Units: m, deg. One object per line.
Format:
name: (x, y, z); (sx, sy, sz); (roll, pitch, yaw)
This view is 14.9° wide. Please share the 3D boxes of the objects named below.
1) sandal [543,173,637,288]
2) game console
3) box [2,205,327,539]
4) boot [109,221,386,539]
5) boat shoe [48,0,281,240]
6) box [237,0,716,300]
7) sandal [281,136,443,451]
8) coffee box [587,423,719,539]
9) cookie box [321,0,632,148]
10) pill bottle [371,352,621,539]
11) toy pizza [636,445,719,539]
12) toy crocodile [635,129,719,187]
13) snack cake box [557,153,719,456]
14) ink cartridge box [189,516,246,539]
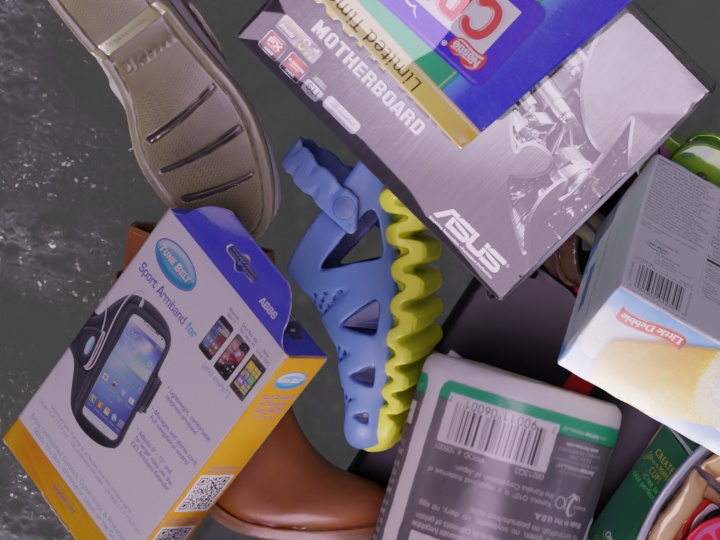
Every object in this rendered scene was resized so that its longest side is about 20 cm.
sandal: (0.120, -0.028, 1.506); (0.201, 0.080, 0.057); (42, 127, 3)
game console: (0.102, 0.106, 1.560); (0.177, 0.031, 0.200); (34, 105, 6)
box: (-0.102, 0.062, 1.493); (0.200, 0.041, 0.119); (-51, 60, 20)
boot: (-0.060, 0.063, 1.550); (0.200, 0.077, 0.155); (16, 100, 21)
boat shoe: (-0.102, -0.109, 1.518); (0.075, 0.068, 0.200); (-26, 100, 17)
box: (0.061, -0.109, 1.435); (0.200, 0.048, 0.158); (46, 105, 2)
sandal: (0.000, 0.000, 1.520); (0.087, 0.079, 0.200); (0, 86, 13)
coffee box: (0.167, 0.189, 1.531); (0.123, 0.044, 0.200); (22, 110, -30)
cookie box: (0.066, -0.190, 1.345); (0.200, 0.075, 0.171); (-42, 100, 15)
pill bottle: (0.061, 0.153, 1.483); (0.113, 0.113, 0.200); (17, 90, 5)
toy pizza: (0.237, 0.159, 1.492); (0.200, 0.032, 0.200); (-10, 118, -20)
toy crocodile: (0.208, -0.024, 1.485); (0.200, 0.068, 0.062); (36, 103, -3)
snack cake box: (0.211, 0.040, 1.407); (0.200, 0.115, 0.067); (29, 130, -6)
ink cartridge box: (-0.058, 0.255, 1.556); (0.088, 0.145, 0.200); (-42, 94, 16)
